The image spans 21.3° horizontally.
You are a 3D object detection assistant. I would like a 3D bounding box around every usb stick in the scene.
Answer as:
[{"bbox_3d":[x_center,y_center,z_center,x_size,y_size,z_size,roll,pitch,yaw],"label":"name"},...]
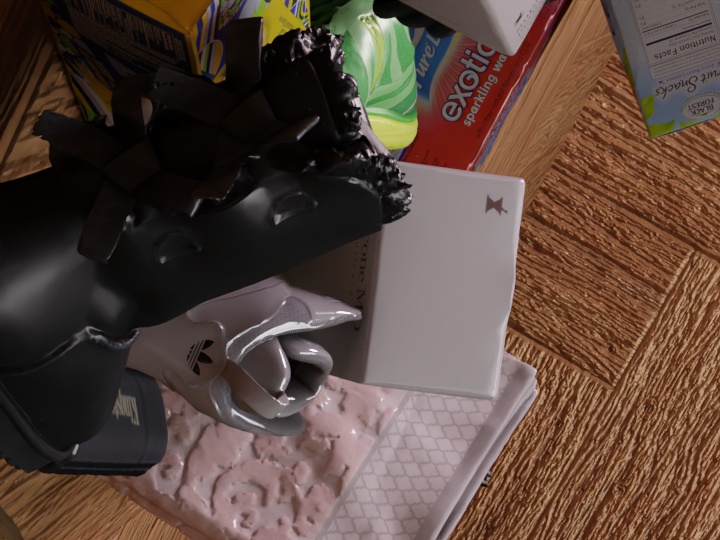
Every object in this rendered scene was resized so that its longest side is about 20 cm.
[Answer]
[{"bbox_3d":[-0.124,0.068,0.896,0.200,0.032,0.056,47,42,-81],"label":"usb stick"}]

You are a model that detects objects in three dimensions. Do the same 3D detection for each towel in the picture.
[{"bbox_3d":[-0.021,0.078,1.042,0.200,0.191,0.032,-55,175,-32],"label":"towel"}]

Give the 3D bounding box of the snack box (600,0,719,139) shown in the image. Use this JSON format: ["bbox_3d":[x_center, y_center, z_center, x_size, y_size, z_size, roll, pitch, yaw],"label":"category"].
[{"bbox_3d":[0.156,-0.196,1.076,0.067,0.200,0.169,-18,-161,9],"label":"snack box"}]

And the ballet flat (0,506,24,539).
[{"bbox_3d":[-0.162,0.154,0.854,0.068,0.072,0.200,-54,170,-23],"label":"ballet flat"}]

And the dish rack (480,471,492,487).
[{"bbox_3d":[-0.020,0.103,1.143,0.153,0.199,0.055,52,57,-82],"label":"dish rack"}]

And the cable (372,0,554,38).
[{"bbox_3d":[0.093,-0.176,0.869,0.163,0.199,0.051,-90,160,-53],"label":"cable"}]

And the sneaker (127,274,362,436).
[{"bbox_3d":[-0.057,0.016,0.866,0.075,0.115,0.200,-62,172,17],"label":"sneaker"}]

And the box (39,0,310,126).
[{"bbox_3d":[-0.061,-0.083,0.672,0.070,0.064,0.200,-58,173,-14],"label":"box"}]

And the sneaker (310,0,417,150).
[{"bbox_3d":[-0.019,-0.102,0.916,0.200,0.074,0.084,-8,102,-77],"label":"sneaker"}]

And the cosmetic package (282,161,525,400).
[{"bbox_3d":[0.000,0.000,0.928,0.200,0.071,0.102,-174,-88,-67],"label":"cosmetic package"}]

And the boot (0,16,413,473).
[{"bbox_3d":[-0.065,-0.005,0.637,0.162,0.074,0.198,-25,164,-2],"label":"boot"}]

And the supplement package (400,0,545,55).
[{"bbox_3d":[0.028,-0.169,0.714,0.121,0.120,0.200,-61,172,4],"label":"supplement package"}]

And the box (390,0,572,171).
[{"bbox_3d":[0.038,-0.109,1.070,0.200,0.100,0.095,-62,175,8],"label":"box"}]
